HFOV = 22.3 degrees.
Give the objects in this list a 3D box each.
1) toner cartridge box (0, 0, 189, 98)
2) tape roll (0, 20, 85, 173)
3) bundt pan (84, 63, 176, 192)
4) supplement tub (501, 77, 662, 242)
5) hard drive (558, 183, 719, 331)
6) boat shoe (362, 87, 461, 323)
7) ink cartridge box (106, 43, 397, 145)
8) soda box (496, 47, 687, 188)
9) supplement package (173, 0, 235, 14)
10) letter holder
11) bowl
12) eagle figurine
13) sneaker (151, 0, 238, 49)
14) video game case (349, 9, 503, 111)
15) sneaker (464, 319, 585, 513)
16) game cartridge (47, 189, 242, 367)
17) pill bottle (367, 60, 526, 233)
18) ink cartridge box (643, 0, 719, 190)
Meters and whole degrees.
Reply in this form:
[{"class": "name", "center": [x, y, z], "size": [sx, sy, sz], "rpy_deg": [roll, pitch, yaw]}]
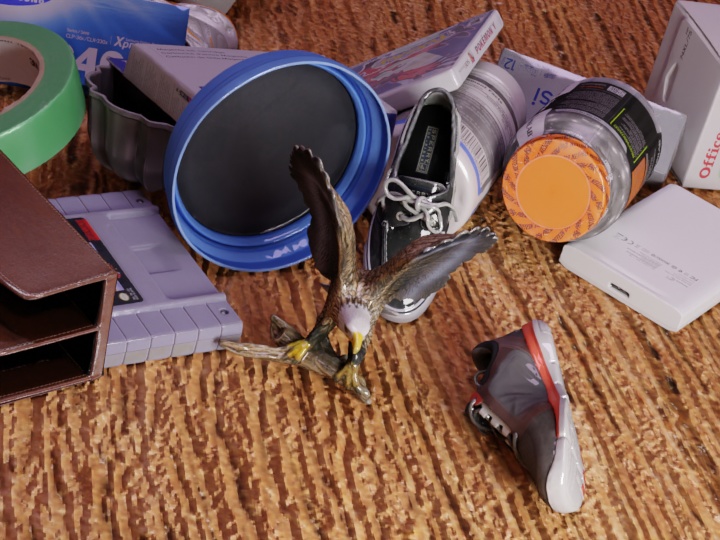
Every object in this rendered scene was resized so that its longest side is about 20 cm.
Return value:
[{"class": "toner cartridge box", "center": [-0.266, -0.215, 1.724], "size": [0.199, 0.043, 0.095], "rpy_deg": [8, 77, -11]}, {"class": "tape roll", "center": [-0.337, -0.142, 1.565], "size": [0.199, 0.048, 0.201], "rpy_deg": [-6, 38, 5]}, {"class": "bundt pan", "center": [-0.151, -0.118, 1.621], "size": [0.201, 0.076, 0.202], "rpy_deg": [11, 20, -4]}, {"class": "supplement tub", "center": [0.204, -0.101, 1.704], "size": [0.122, 0.123, 0.200], "rpy_deg": [23, 25, 13]}, {"class": "hard drive", "center": [0.294, -0.016, 1.720], "size": [0.132, 0.026, 0.200], "rpy_deg": [33, 36, 25]}, {"class": "boat shoe", "center": [0.050, -0.057, 1.544], "size": [0.073, 0.068, 0.200], "rpy_deg": [17, 76, 3]}, {"class": "ink cartridge box", "center": [-0.098, -0.166, 1.615], "size": [0.196, 0.043, 0.200], "rpy_deg": [-1, 27, -33]}, {"class": "soda box", "center": [0.224, -0.152, 1.841], "size": [0.199, 0.069, 0.063], "rpy_deg": [21, -9, 9]}, {"class": "supplement package", "center": [-0.188, -0.392, 1.869], "size": [0.147, 0.192, 0.200], "rpy_deg": [39, 5, 32]}, {"class": "letter holder", "center": [-0.299, 0.002, 1.376], "size": [0.142, 0.101, 0.200], "rpy_deg": [-15, 43, -36]}, {"class": "bowl", "center": [-0.072, -0.093, 1.519], "size": [0.200, 0.201, 0.039], "rpy_deg": [-6, 36, -30]}, {"class": "eagle figurine", "center": [0.002, 0.004, 1.399], "size": [0.151, 0.201, 0.151], "rpy_deg": [-3, 37, -37]}, {"class": "sneaker", "center": [-0.224, -0.237, 1.799], "size": [0.199, 0.076, 0.092], "rpy_deg": [15, 37, 2]}, {"class": "video game case", "center": [0.026, -0.180, 1.739], "size": [0.199, 0.023, 0.182], "rpy_deg": [-19, 18, 25]}, {"class": "sneaker", "center": [0.125, 0.120, 1.423], "size": [0.081, 0.077, 0.200], "rpy_deg": [-13, 33, 5]}, {"class": "game cartridge", "center": [-0.196, 0.001, 1.484], "size": [0.129, 0.039, 0.200], "rpy_deg": [-4, 37, -35]}, {"class": "pill bottle", "center": [0.083, -0.118, 1.705], "size": [0.113, 0.114, 0.200], "rpy_deg": [22, 33, 11]}, {"class": "ink cartridge box", "center": [0.419, -0.177, 1.907], "size": [0.199, 0.147, 0.146], "rpy_deg": [3, 35, -18]}]
